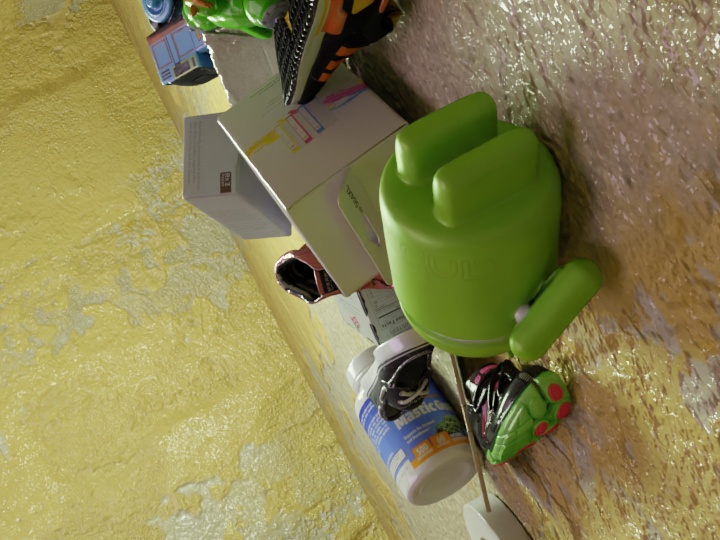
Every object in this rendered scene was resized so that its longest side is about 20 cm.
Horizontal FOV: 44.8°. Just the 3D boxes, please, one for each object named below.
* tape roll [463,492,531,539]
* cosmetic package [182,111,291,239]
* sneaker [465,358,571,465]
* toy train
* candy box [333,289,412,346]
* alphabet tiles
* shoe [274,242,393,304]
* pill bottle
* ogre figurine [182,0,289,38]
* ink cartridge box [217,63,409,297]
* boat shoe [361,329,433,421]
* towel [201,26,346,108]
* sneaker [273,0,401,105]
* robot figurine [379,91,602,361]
[{"bbox_3d":[0.199,0.386,1.128,0.203,0.037,0.203,60,168,21],"label":"tape roll"},{"bbox_3d":[-0.144,-0.109,1.056,0.200,0.074,0.102,42,-134,-70],"label":"cosmetic package"},{"bbox_3d":[0.126,0.120,0.774,0.084,0.077,0.200,56,166,16],"label":"sneaker"},{"bbox_3d":[-0.147,-0.273,0.917,0.199,0.087,0.115,-16,96,39],"label":"toy train"},{"bbox_3d":[-0.005,-0.021,1.067,0.201,0.071,0.168,68,168,-14],"label":"candy box"},{"bbox_3d":[0.113,0.153,0.940,0.167,0.006,0.201,-99,-7,-51],"label":"alphabet tiles"},{"bbox_3d":[0.000,0.000,0.884,0.200,0.091,0.072,9,124,48],"label":"shoe"},{"bbox_3d":[0.061,0.192,1.132,0.200,0.112,0.112,55,166,36],"label":"pill bottle"},{"bbox_3d":[-0.105,-0.274,0.778,0.098,0.199,0.121,-8,-73,-64],"label":"ogre figurine"},{"bbox_3d":[-0.019,-0.087,0.793,0.200,0.125,0.129,51,177,44],"label":"ink cartridge box"},{"bbox_3d":[0.049,0.122,0.987,0.068,0.071,0.200,64,157,19],"label":"boat shoe"},{"bbox_3d":[-0.075,-0.180,0.905,0.200,0.132,0.035,76,-158,-49],"label":"towel"},{"bbox_3d":[-0.015,-0.187,0.692,0.200,0.090,0.070,132,130,-73],"label":"sneaker"},{"bbox_3d":[0.075,-0.020,0.591,0.176,0.115,0.200,49,162,37],"label":"robot figurine"}]
